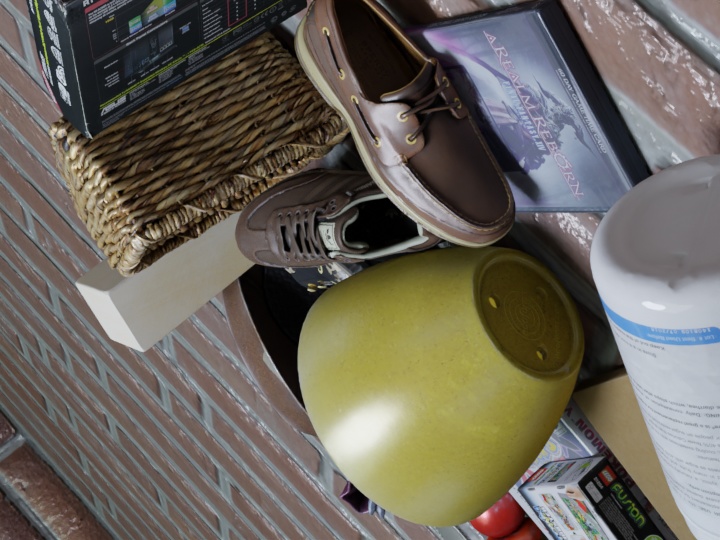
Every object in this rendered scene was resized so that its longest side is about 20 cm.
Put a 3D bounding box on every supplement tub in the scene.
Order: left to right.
[{"bbox_3d":[0.213,0.049,0.912,0.132,0.132,0.201,24,145,50],"label":"supplement tub"}]

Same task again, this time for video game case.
[{"bbox_3d":[0.097,-0.100,1.069,0.144,0.019,0.200,59,159,-17],"label":"video game case"},{"bbox_3d":[0.175,0.181,1.351,0.183,0.023,0.200,50,159,6],"label":"video game case"}]

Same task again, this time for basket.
[{"bbox_3d":[-0.115,-0.071,1.278,0.149,0.199,0.143,47,160,31],"label":"basket"}]

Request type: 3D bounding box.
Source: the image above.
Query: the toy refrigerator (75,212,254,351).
[{"bbox_3d":[-0.140,-0.017,1.436,0.076,0.200,0.070,12,136,57],"label":"toy refrigerator"}]

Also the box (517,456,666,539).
[{"bbox_3d":[0.212,0.235,1.282,0.201,0.035,0.110,54,160,-5],"label":"box"}]

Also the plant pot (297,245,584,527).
[{"bbox_3d":[0.076,0.061,1.177,0.201,0.200,0.142,51,132,0],"label":"plant pot"}]

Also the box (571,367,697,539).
[{"bbox_3d":[0.238,0.129,1.138,0.164,0.021,0.200,53,159,-1],"label":"box"}]

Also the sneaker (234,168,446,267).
[{"bbox_3d":[-0.018,-0.038,1.207,0.198,0.075,0.071,-11,99,28],"label":"sneaker"}]

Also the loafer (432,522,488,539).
[{"bbox_3d":[0.126,0.298,1.572,0.200,0.070,0.070,48,159,11],"label":"loafer"}]

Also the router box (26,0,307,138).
[{"bbox_3d":[-0.128,-0.197,1.118,0.062,0.199,0.150,48,159,20],"label":"router box"}]

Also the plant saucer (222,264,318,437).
[{"bbox_3d":[-0.072,0.070,1.518,0.201,0.034,0.201,57,-168,-19],"label":"plant saucer"}]

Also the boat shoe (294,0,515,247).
[{"bbox_3d":[0.030,-0.102,1.078,0.201,0.072,0.068,52,161,7],"label":"boat shoe"}]

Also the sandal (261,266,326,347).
[{"bbox_3d":[-0.028,0.056,1.506,0.201,0.075,0.045,55,169,-16],"label":"sandal"}]

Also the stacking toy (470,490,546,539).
[{"bbox_3d":[0.152,0.274,1.478,0.201,0.085,0.085,62,157,-14],"label":"stacking toy"}]

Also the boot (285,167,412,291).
[{"bbox_3d":[0.000,0.000,1.355,0.200,0.073,0.150,43,168,-13],"label":"boot"}]

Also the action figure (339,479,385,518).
[{"bbox_3d":[0.010,0.110,1.404,0.150,0.133,0.201,59,-168,-29],"label":"action figure"}]
